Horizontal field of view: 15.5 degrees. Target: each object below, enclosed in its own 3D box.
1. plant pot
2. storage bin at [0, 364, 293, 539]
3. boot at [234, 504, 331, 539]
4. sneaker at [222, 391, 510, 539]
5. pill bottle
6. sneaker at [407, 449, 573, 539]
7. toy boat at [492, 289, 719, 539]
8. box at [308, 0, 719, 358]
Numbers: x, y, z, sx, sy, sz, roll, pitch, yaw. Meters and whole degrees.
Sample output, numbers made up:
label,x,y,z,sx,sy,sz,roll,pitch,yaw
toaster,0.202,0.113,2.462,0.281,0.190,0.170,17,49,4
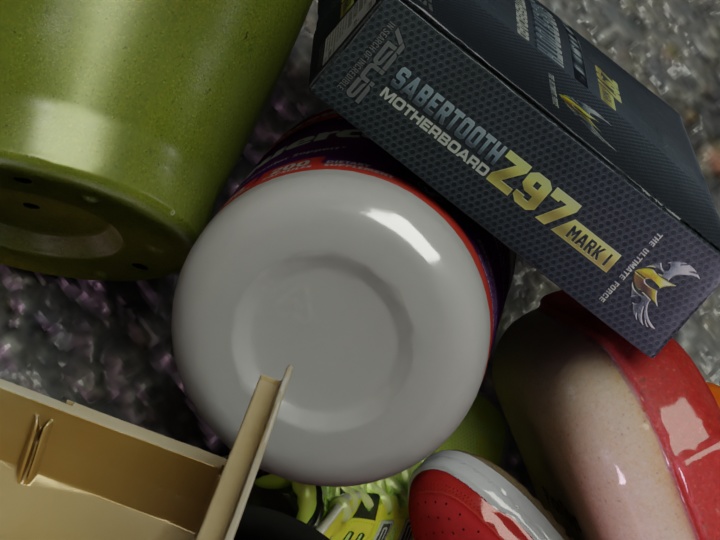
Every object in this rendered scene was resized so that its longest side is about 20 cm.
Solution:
label,x,y,z,sx,sy,sz,roll,pitch,yaw
plant pot,-0.105,-0.105,0.999,0.200,0.200,0.194,18,72,-20
storage bin,-0.136,0.060,0.755,0.199,0.094,0.199,20,20,0
boot,0.019,0.160,0.875,0.200,0.144,0.072,34,67,21
sneaker,-0.012,0.093,1.008,0.200,0.076,0.076,-26,79,-36
pill bottle,0.000,0.000,0.992,0.112,0.112,0.200,42,15,-4
sneaker,0.045,0.175,0.981,0.112,0.071,0.201,-33,104,-35
toy boat,0.133,0.063,1.021,0.130,0.200,0.131,-23,101,-6
box,0.057,-0.062,0.990,0.158,0.051,0.200,38,15,-10
